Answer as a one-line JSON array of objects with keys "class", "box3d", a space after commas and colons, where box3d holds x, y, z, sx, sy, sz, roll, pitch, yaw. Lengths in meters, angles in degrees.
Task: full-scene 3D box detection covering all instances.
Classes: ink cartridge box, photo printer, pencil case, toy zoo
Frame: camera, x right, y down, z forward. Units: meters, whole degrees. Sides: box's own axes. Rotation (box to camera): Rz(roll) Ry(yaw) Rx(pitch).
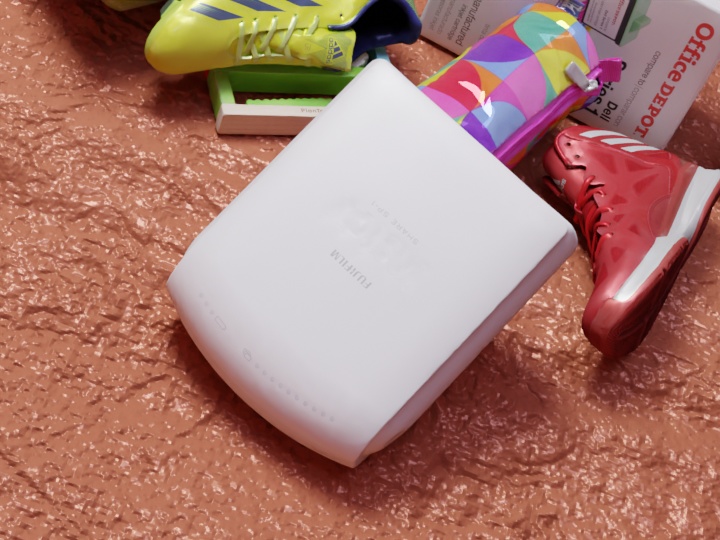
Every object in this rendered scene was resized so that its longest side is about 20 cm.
[{"class": "ink cartridge box", "box3d": [0.160, -0.190, 1.230, 0.200, 0.145, 0.084, 29, 48, 3]}, {"class": "photo printer", "box3d": [0.000, 0.000, 1.021, 0.166, 0.069, 0.200, 43, 80, 9]}, {"class": "pencil case", "box3d": [0.079, -0.101, 1.155, 0.088, 0.088, 0.200, 42, 59, 15]}, {"class": "toy zoo", "box3d": [-0.052, -0.174, 1.220, 0.131, 0.020, 0.200, -1, 52, -21]}]

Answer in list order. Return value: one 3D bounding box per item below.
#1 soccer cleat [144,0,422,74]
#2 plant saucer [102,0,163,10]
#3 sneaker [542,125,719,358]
[{"class": "soccer cleat", "box3d": [-0.045, -0.159, 1.154, 0.200, 0.065, 0.084, -20, 64, -33]}, {"class": "plant saucer", "box3d": [-0.137, -0.243, 1.201, 0.200, 0.048, 0.200, -19, 46, -30]}, {"class": "sneaker", "box3d": [0.155, -0.024, 1.155, 0.115, 0.079, 0.200, 26, 36, 14]}]
